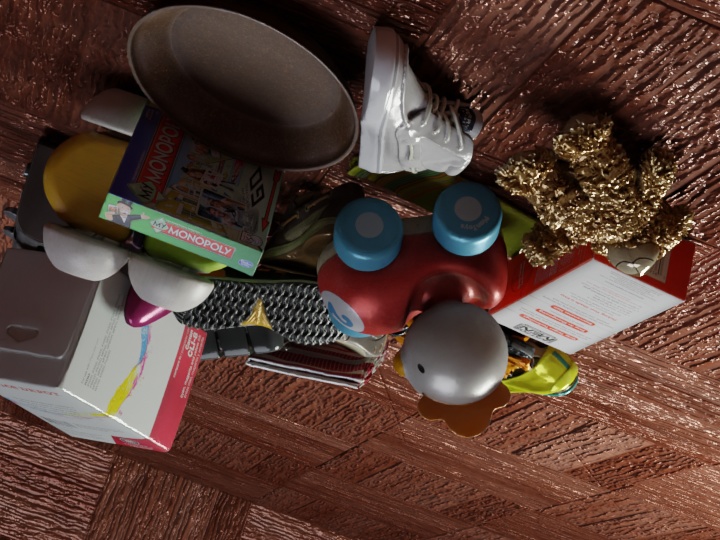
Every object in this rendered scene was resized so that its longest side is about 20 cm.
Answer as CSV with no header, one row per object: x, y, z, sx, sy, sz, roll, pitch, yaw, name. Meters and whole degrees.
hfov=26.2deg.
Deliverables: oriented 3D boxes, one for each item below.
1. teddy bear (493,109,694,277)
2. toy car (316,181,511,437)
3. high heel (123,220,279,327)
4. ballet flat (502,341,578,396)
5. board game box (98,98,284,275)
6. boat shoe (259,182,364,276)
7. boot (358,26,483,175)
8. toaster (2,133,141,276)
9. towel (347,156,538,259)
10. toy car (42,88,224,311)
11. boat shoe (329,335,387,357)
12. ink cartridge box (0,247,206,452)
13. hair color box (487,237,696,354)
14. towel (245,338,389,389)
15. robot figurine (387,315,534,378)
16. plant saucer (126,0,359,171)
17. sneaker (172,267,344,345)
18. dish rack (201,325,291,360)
0.189,-0.052,1.221,0.144,0.067,0.200,-25,141,4,teddy bear
0.060,0.055,1.389,0.176,0.201,0.185,-9,155,-7,toy car
-0.157,0.000,1.593,0.096,0.200,0.068,15,135,27,high heel
0.168,0.113,1.812,0.199,0.067,0.067,-8,127,50,ballet flat
-0.135,-0.084,1.320,0.134,0.200,0.029,21,124,-9,board game box
-0.043,-0.042,1.523,0.072,0.072,0.200,13,165,-17,boat shoe
0.049,-0.128,1.205,0.095,0.074,0.200,5,165,0,boot
-0.282,-0.043,1.679,0.199,0.119,0.181,21,163,-10,toaster
0.089,-0.062,1.423,0.199,0.018,0.086,26,161,-24,towel
-0.199,-0.066,1.463,0.199,0.176,0.150,20,-179,-8,toy car
-0.038,0.047,1.784,0.071,0.076,0.200,10,159,31,boat shoe
-0.288,0.085,1.628,0.145,0.145,0.200,6,159,31,ink cartridge box
0.208,0.011,1.422,0.101,0.062,0.200,24,155,-16,hair color box
-0.048,0.098,1.866,0.143,0.023,0.200,10,-170,8,towel
0.101,0.062,1.713,0.199,0.058,0.145,20,163,-3,robot figurine
-0.090,-0.155,1.246,0.199,0.037,0.201,17,152,9,plant saucer
-0.100,0.018,1.558,0.199,0.070,0.090,7,-152,-24,sneaker
-0.136,0.064,1.828,0.153,0.055,0.200,-6,-172,17,dish rack
